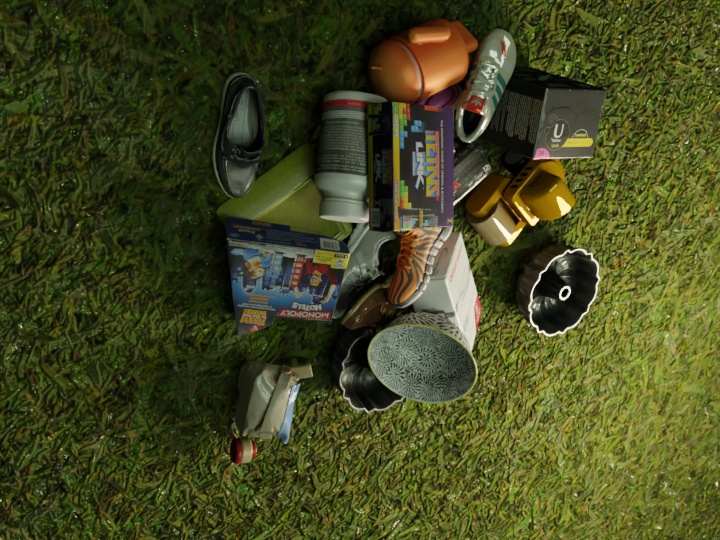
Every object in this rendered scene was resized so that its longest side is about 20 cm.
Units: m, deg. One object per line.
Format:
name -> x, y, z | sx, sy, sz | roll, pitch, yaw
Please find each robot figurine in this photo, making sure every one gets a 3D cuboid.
robot figurine -> 0.097, -0.346, 1.453 | 0.200, 0.144, 0.117 | -29, 107, -20

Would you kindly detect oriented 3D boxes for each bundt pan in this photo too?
bundt pan -> 0.409, 0.034, 1.863 | 0.202, 0.076, 0.202 | -15, 119, -29
bundt pan -> 0.027, 0.167, 1.674 | 0.202, 0.076, 0.202 | -15, 119, -29

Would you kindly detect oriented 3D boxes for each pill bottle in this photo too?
pill bottle -> -0.016, -0.182, 1.420 | 0.111, 0.111, 0.200 | 9, 86, -37

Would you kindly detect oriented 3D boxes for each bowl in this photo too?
bowl -> 0.121, 0.140, 1.592 | 0.094, 0.200, 0.201 | -66, 145, -46

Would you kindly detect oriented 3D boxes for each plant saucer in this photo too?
plant saucer -> -0.112, -0.079, 1.481 | 0.200, 0.048, 0.200 | -39, 128, -14

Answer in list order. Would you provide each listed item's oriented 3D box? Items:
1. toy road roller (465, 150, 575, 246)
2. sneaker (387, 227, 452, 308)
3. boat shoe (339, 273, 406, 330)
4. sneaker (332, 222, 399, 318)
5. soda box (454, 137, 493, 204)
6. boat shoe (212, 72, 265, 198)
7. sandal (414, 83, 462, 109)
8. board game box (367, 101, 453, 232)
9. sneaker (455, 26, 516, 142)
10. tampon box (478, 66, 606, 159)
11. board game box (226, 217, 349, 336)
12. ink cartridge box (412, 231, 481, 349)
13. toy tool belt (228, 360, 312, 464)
toy road roller -> 0.316, -0.134, 1.683 | 0.200, 0.146, 0.123 | -50, 129, -4
sneaker -> 0.079, -0.041, 1.521 | 0.112, 0.077, 0.200 | 39, 68, -41
boat shoe -> 0.033, 0.065, 1.560 | 0.072, 0.068, 0.200 | -47, 171, 30
sneaker -> 0.000, 0.000, 1.558 | 0.200, 0.082, 0.075 | -64, 165, 7
soda box -> 0.144, -0.154, 1.610 | 0.200, 0.063, 0.071 | -42, 128, -11
boat shoe -> -0.182, -0.202, 1.361 | 0.074, 0.066, 0.200 | -1, 111, -32
sandal -> 0.099, -0.265, 1.513 | 0.203, 0.082, 0.050 | -52, 155, -20
board game box -> 0.084, -0.166, 1.411 | 0.165, 0.057, 0.200 | -8, 99, -48
sneaker -> 0.210, -0.306, 1.479 | 0.070, 0.093, 0.200 | 20, 121, 2
tampon box -> 0.309, -0.285, 1.572 | 0.150, 0.200, 0.127 | -6, 115, -31
board game box -> -0.138, 0.022, 1.449 | 0.200, 0.062, 0.200 | 8, 127, -14
ink cartridge box -> 0.161, 0.047, 1.663 | 0.145, 0.083, 0.200 | -66, 144, -47
toy tool belt -> -0.156, 0.256, 1.564 | 0.123, 0.125, 0.200 | 4, 110, -27
